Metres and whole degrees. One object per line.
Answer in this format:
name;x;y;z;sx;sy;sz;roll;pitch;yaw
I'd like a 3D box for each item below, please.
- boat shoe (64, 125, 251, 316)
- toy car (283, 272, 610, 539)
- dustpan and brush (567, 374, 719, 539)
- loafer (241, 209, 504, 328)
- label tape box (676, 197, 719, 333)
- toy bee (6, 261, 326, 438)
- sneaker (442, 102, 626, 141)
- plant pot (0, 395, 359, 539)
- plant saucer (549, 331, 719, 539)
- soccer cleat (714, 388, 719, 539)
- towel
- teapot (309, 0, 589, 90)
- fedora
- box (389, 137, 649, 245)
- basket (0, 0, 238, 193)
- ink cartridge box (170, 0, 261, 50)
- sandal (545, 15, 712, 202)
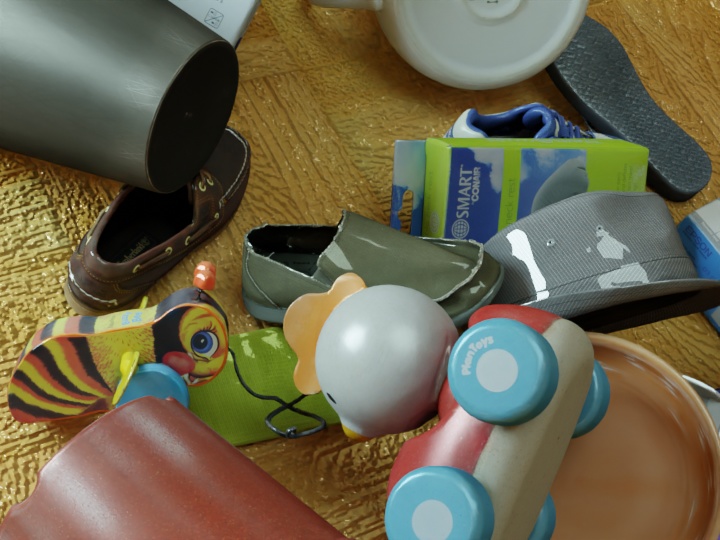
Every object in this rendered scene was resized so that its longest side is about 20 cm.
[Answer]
boat shoe;-0.136;-0.045;1.089;0.070;0.070;0.200;32;50;3
toy car;0.031;0.084;0.962;0.200;0.184;0.177;24;91;23
dustpan and brush;0.147;0.116;1.086;0.200;0.057;0.140;16;69;29
loafer;0.000;0.000;1.050;0.199;0.070;0.075;-1;41;23
label tape box;0.367;-0.011;1.272;0.200;0.063;0.144;-25;70;-33
toy bee;-0.128;0.045;0.991;0.199;0.109;0.131;-4;19;-26
sneaker;0.153;-0.092;1.227;0.199;0.088;0.075;-6;58;-27
plant pot;-0.095;0.189;0.877;0.195;0.201;0.201;41;52;20
plant saucer;0.148;0.142;1.032;0.199;0.037;0.201;-2;82;15
soccer cleat;0.239;0.166;1.099;0.073;0.068;0.200;14;54;-3
towel;-0.041;0.074;1.077;0.199;0.018;0.086;-9;60;-27
teapot;0.088;-0.252;1.278;0.200;0.198;0.146;33;10;-22
fedora;0.164;-0.003;1.088;0.199;0.177;0.091;-15;79;7
box;0.121;-0.040;1.163;0.199;0.122;0.048;-2;13;-23
basket;-0.197;-0.142;1.044;0.200;0.136;0.181;27;92;17
ink cartridge box;-0.168;-0.238;1.140;0.200;0.200;0.041;30;14;-3
sandal;0.221;-0.138;1.322;0.076;0.043;0.200;-34;84;-29
